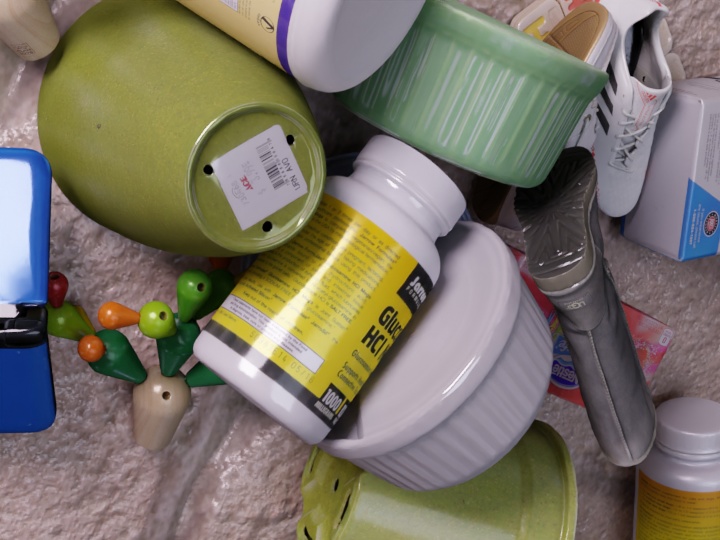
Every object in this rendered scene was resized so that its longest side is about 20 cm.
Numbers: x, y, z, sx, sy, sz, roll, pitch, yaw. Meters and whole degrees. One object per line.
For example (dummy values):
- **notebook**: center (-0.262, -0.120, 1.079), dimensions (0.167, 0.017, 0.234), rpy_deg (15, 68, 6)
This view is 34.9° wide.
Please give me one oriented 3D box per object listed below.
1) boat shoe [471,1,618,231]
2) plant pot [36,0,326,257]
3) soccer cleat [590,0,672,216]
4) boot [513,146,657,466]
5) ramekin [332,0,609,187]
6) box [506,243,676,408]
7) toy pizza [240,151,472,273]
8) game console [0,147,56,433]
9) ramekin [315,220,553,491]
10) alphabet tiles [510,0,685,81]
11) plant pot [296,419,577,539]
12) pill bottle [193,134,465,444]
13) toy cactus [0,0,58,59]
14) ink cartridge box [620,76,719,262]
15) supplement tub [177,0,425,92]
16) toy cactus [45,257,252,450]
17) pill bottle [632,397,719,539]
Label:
- **boat shoe**: center (0.166, -0.124, 0.961), dimensions (0.069, 0.071, 0.201), rpy_deg (17, 113, -27)
- **plant pot**: center (-0.104, -0.086, 0.766), dimensions (0.185, 0.200, 0.190), rpy_deg (-9, 111, -25)
- **soccer cleat**: center (0.227, -0.137, 0.973), dimensions (0.068, 0.085, 0.203), rpy_deg (-13, 113, -24)
- **boot**: center (0.187, 0.026, 0.912), dimensions (0.072, 0.183, 0.201), rpy_deg (-16, 127, 28)
- **ramekin**: center (0.074, -0.141, 0.848), dimensions (0.198, 0.200, 0.099), rpy_deg (15, 107, -31)
- **box**: center (0.168, 0.052, 1.019), dimensions (0.199, 0.095, 0.103), rpy_deg (24, 96, -32)
- **toy pizza**: center (0.000, 0.000, 0.933), dimensions (0.197, 0.032, 0.203), rpy_deg (-3, 110, -9)
- **game console**: center (-0.307, 0.017, 0.773), dimensions (0.197, 0.119, 0.172), rpy_deg (1, 139, -9)
- **ramekin**: center (0.052, 0.069, 0.849), dimensions (0.203, 0.202, 0.094), rpy_deg (-49, 120, -4)
- **alphabet tiles**: center (0.205, -0.159, 1.013), dimensions (0.195, 0.015, 0.201), rpy_deg (-37, 121, -12)
- **plant pot**: center (0.051, 0.201, 0.971), dimensions (0.182, 0.200, 0.202), rpy_deg (19, 98, -19)
- **pill bottle**: center (-0.016, 0.010, 0.797), dimensions (0.112, 0.112, 0.201), rpy_deg (42, 79, -32)
- **toy cactus**: center (-0.234, -0.190, 0.702), dimensions (0.198, 0.103, 0.165), rpy_deg (-16, 146, 7)
- **ink cartridge box**: center (0.347, -0.101, 1.059), dimensions (0.198, 0.084, 0.148), rpy_deg (-10, 112, -31)
- **supplement tub**: center (-0.061, -0.219, 0.714), dimensions (0.146, 0.199, 0.146), rpy_deg (-49, 162, -22)
- **toy cactus**: center (-0.149, 0.061, 0.870), dimensions (0.198, 0.103, 0.166), rpy_deg (0, 127, -28)
- **pill bottle**: center (0.333, 0.236, 1.161), dimensions (0.108, 0.109, 0.203), rpy_deg (-12, 113, -23)
